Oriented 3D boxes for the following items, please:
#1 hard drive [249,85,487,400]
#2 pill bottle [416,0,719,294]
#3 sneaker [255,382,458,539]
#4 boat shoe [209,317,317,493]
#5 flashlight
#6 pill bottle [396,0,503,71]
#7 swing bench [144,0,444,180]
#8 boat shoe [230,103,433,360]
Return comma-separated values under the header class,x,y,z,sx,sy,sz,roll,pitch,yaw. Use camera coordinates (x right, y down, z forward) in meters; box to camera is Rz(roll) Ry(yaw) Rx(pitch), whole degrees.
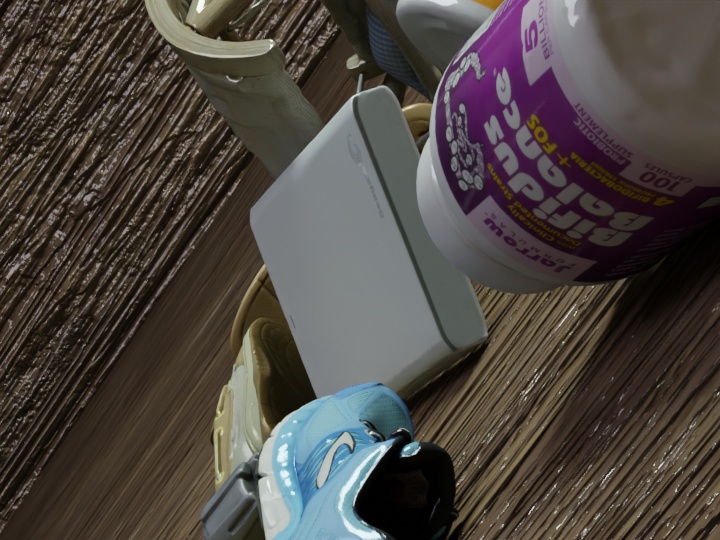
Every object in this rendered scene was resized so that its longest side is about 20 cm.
class,x,y,z,sx,sy,sz,roll,pitch,yaw
hard drive,0.000,0.000,1.488,0.026,0.132,0.200,-19,-9,-20
pill bottle,0.091,-0.059,1.088,0.112,0.112,0.200,-60,6,-25
sneaker,0.009,0.101,1.226,0.090,0.078,0.200,-35,17,19
boat shoe,-0.054,0.085,1.664,0.066,0.074,0.200,-50,8,14
flashlight,-0.097,0.184,1.565,0.200,0.068,0.068,-53,34,26
pill bottle,0.113,-0.188,1.548,0.200,0.112,0.112,-59,7,-12
swing bench,-0.008,-0.124,1.624,0.130,0.199,0.200,8,56,39
boat shoe,-0.004,-0.016,1.831,0.200,0.074,0.069,-50,2,5
